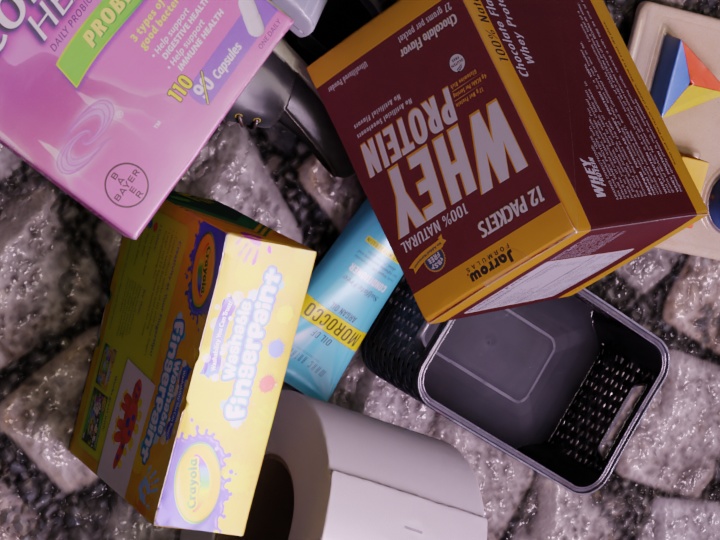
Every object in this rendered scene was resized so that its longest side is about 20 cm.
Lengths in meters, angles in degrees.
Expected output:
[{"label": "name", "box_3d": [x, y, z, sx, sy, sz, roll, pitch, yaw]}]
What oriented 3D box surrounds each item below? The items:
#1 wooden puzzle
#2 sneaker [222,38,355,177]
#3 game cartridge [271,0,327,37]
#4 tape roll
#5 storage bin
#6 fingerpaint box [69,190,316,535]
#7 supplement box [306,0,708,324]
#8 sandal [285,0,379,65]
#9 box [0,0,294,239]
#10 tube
[{"label": "wooden puzzle", "box_3d": [0.280, -0.102, 1.808, 0.199, 0.046, 0.187, 9, 98, -29]}, {"label": "sneaker", "box_3d": [-0.090, -0.118, 1.601, 0.106, 0.075, 0.200, -44, 109, -6]}, {"label": "game cartridge", "box_3d": [-0.085, -0.267, 1.544, 0.200, 0.040, 0.134, 38, 52, -24]}, {"label": "tape roll", "box_3d": [-0.023, 0.200, 1.639, 0.138, 0.202, 0.204, 21, 93, -31]}, {"label": "storage bin", "box_3d": [0.119, 0.065, 1.741, 0.199, 0.094, 0.136, 32, 88, -30]}, {"label": "fingerpaint box", "box_3d": [-0.117, 0.058, 1.572, 0.073, 0.167, 0.202, 11, 97, -29]}, {"label": "supplement box", "box_3d": [0.103, -0.089, 1.578, 0.199, 0.132, 0.198, -9, 70, -56]}, {"label": "sandal", "box_3d": [-0.021, -0.178, 1.631, 0.076, 0.043, 0.200, -44, 119, -11]}, {"label": "box", "box_3d": [-0.175, -0.149, 1.488, 0.200, 0.097, 0.176, 37, 86, -7]}, {"label": "tube", "box_3d": [0.000, 0.000, 1.692, 0.077, 0.050, 0.201, 34, 92, -23]}]
